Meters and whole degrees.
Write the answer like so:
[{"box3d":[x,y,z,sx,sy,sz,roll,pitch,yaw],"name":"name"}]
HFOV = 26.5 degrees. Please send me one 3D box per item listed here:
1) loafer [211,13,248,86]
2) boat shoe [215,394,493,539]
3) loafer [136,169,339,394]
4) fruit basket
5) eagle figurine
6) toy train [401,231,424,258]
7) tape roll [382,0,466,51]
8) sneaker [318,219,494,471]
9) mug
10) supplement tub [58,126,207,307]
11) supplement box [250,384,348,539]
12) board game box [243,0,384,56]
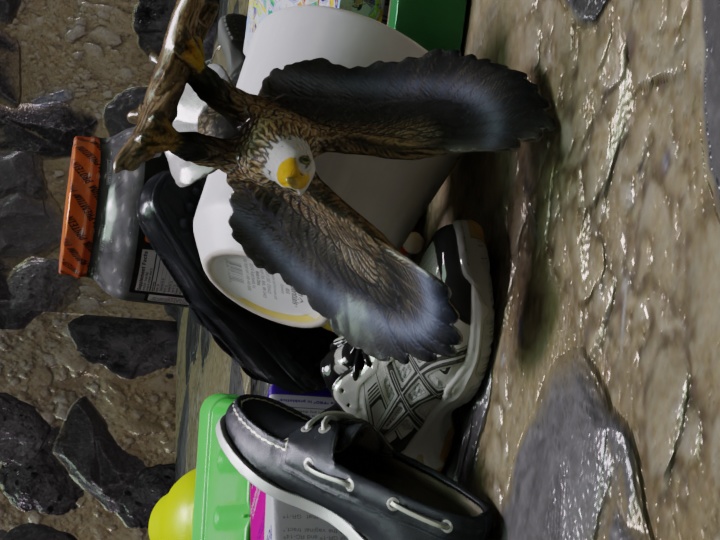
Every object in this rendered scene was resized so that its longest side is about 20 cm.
[{"box3d":[-0.084,-0.129,1.220,0.201,0.074,0.070,-101,28,-52],"name":"loafer"},{"box3d":[-0.003,0.115,0.880,0.199,0.075,0.061,30,114,30],"name":"boat shoe"},{"box3d":[-0.088,0.014,0.993,0.201,0.070,0.069,52,-135,-38],"name":"loafer"},{"box3d":[-0.082,0.204,1.224,0.215,0.154,0.218,-173,90,-73],"name":"fruit basket"},{"box3d":[-0.022,-0.055,0.792,0.152,0.198,0.152,124,161,-44],"name":"eagle figurine"},{"box3d":[0.000,0.000,1.141,0.151,0.055,0.202,-102,19,-58],"name":"toy train"},{"box3d":[0.030,-0.188,1.072,0.200,0.048,0.203,-175,90,-80],"name":"tape roll"},{"box3d":[0.022,0.053,0.907,0.076,0.087,0.201,-95,15,-49],"name":"sneaker"},{"box3d":[-0.015,-0.041,0.928,0.149,0.186,0.154,-7,51,48],"name":"mug"},{"box3d":[-0.108,-0.034,1.077,0.122,0.198,0.124,-172,90,-78],"name":"supplement tub"},{"box3d":[-0.019,0.190,1.043,0.102,0.102,0.202,108,161,-48],"name":"supplement box"},{"box3d":[-0.037,-0.186,1.104,0.200,0.034,0.136,-126,39,-56],"name":"board game box"}]
